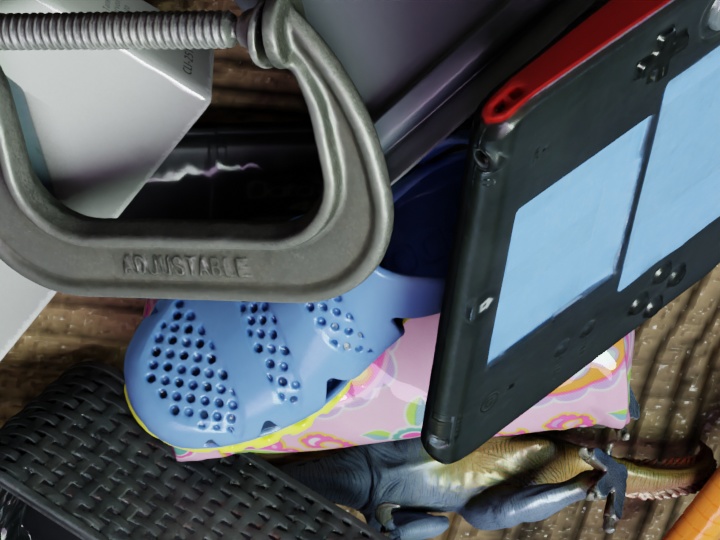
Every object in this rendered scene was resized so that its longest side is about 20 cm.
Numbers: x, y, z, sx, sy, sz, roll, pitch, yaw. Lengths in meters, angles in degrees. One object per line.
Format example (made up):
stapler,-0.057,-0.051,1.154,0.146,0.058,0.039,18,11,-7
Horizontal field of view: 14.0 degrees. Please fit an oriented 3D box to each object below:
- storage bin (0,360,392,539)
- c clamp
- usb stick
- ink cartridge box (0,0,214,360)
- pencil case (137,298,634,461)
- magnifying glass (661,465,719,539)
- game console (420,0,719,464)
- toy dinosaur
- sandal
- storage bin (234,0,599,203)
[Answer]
storage bin,-0.077,0.148,1.211,0.200,0.094,0.135,31,129,14
c clamp,-0.085,-0.061,1.027,0.200,0.027,0.171,7,119,21
usb stick,-0.018,-0.036,1.176,0.200,0.033,0.055,-1,125,-9
ink cartridge box,-0.182,-0.050,1.107,0.176,0.045,0.200,31,119,-19
pencil case,0.009,0.029,1.172,0.200,0.087,0.087,-5,130,-1
magnifying glass,0.186,0.063,1.265,0.200,0.022,0.080,-53,161,23
game console,0.095,-0.033,1.041,0.177,0.031,0.200,-40,154,-30
toy dinosaur,0.031,0.100,1.266,0.181,0.105,0.200,-18,144,29
sandal,0.000,0.000,1.093,0.200,0.080,0.087,-31,171,-5
storage bin,0.034,-0.147,1.041,0.200,0.146,0.134,-40,98,22
